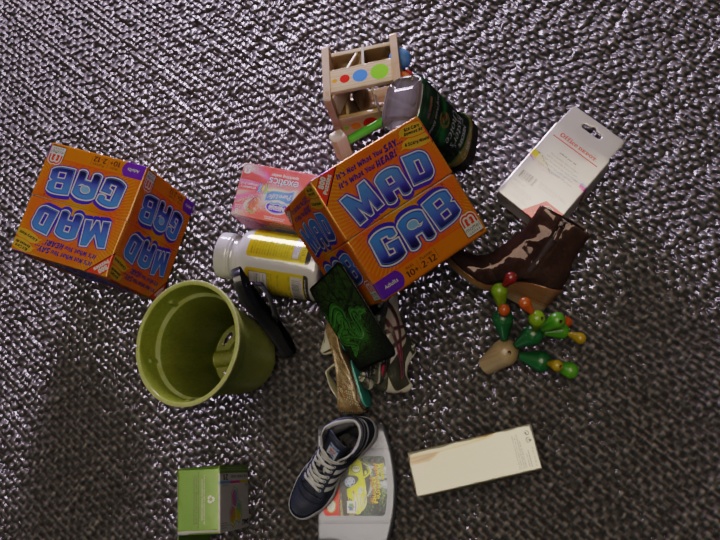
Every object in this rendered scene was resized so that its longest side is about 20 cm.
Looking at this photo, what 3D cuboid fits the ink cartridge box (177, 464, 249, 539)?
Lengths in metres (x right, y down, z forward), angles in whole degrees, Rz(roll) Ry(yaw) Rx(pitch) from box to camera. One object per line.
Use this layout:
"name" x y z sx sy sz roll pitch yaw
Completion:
"ink cartridge box" -0.237 0.423 1.278 0.075 0.148 0.202 -7 76 9

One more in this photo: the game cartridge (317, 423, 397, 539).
"game cartridge" -0.005 0.358 1.306 0.132 0.041 0.202 -3 76 7

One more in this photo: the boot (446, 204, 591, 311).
"boot" 0.259 -0.037 1.304 0.199 0.072 0.167 27 109 3

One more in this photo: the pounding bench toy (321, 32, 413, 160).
"pounding bench toy" 0.023 -0.295 1.394 0.155 0.124 0.202 -9 61 9

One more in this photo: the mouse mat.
"mouse mat" -0.017 0.077 1.226 0.007 0.200 0.162 -31 86 -21

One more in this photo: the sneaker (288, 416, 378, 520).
"sneaker" -0.055 0.312 1.252 0.070 0.109 0.200 38 86 18

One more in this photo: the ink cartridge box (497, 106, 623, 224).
"ink cartridge box" 0.343 -0.167 1.347 0.116 0.067 0.200 42 89 18

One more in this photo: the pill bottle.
"pill bottle" -0.154 -0.013 1.389 0.198 0.111 0.112 9 78 13

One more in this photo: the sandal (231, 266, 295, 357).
"sandal" -0.160 0.063 1.344 0.043 0.201 0.076 -29 35 5

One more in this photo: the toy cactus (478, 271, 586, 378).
"toy cactus" 0.262 0.108 1.280 0.200 0.102 0.165 43 120 -13

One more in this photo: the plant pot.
"plant pot" -0.240 0.134 1.322 0.199 0.184 0.202 -6 75 23

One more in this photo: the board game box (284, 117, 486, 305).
"board game box" 0.032 -0.079 1.224 0.199 0.200 0.201 -33 93 -18

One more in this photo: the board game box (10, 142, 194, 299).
"board game box" -0.458 -0.083 1.422 0.198 0.200 0.201 15 80 16

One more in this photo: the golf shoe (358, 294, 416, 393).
"golf shoe" 0.049 0.115 1.345 0.087 0.077 0.202 18 62 -22

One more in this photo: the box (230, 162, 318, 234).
"box" -0.118 -0.117 1.416 0.198 0.095 0.103 11 78 14

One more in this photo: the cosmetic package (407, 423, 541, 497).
"cosmetic package" 0.182 0.303 1.245 0.198 0.105 0.072 -14 72 6

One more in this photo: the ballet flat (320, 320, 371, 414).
"ballet flat" -0.036 0.151 1.350 0.065 0.070 0.202 -20 69 21

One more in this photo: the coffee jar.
"coffee jar" 0.125 -0.246 1.347 0.085 0.199 0.105 0 75 38
